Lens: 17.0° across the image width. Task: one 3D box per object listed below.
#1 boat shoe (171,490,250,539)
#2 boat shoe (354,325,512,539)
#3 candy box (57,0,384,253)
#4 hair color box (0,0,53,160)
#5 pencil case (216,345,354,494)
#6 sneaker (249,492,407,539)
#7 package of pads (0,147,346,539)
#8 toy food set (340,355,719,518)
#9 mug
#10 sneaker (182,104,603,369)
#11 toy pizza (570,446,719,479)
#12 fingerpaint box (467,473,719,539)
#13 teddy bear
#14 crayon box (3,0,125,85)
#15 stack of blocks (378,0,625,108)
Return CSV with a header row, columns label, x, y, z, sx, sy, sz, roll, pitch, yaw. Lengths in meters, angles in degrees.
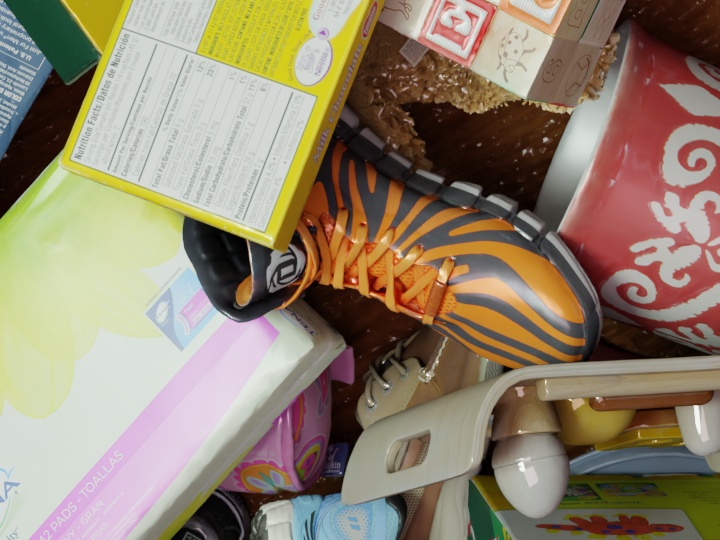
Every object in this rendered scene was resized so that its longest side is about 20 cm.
label,x,y,z,sx,sy,sz,roll,pitch,yaw
boat shoe,-0.115,0.201,1.232,0.073,0.068,0.200,32,109,-1
boat shoe,0.032,0.068,1.169,0.071,0.076,0.201,14,107,6
candy box,-0.040,-0.117,0.987,0.102,0.026,0.201,21,86,20
hair color box,-0.191,-0.089,1.135,0.060,0.100,0.201,26,110,-19
pencil case,-0.107,0.057,1.169,0.199,0.087,0.088,4,107,16
sneaker,0.016,0.197,1.144,0.089,0.078,0.201,-18,102,-8
package of pads,-0.129,0.051,1.096,0.154,0.068,0.200,44,101,13
toy food set,0.108,0.079,1.056,0.199,0.143,0.061,-1,79,-22
mug,0.183,-0.010,1.114,0.199,0.178,0.134,21,72,-3
sneaker,0.000,0.000,1.032,0.199,0.112,0.078,31,128,20
toy pizza,0.143,0.176,1.192,0.199,0.032,0.201,-1,104,-5
fingerpaint box,0.159,0.147,1.080,0.199,0.167,0.074,0,101,-9
teddy bear,0.028,-0.112,1.102,0.199,0.067,0.146,-25,81,26
crayon box,-0.100,-0.211,1.055,0.200,0.058,0.173,-40,98,-24
stack of blocks,0.075,-0.184,1.006,0.115,0.058,0.201,31,103,23
